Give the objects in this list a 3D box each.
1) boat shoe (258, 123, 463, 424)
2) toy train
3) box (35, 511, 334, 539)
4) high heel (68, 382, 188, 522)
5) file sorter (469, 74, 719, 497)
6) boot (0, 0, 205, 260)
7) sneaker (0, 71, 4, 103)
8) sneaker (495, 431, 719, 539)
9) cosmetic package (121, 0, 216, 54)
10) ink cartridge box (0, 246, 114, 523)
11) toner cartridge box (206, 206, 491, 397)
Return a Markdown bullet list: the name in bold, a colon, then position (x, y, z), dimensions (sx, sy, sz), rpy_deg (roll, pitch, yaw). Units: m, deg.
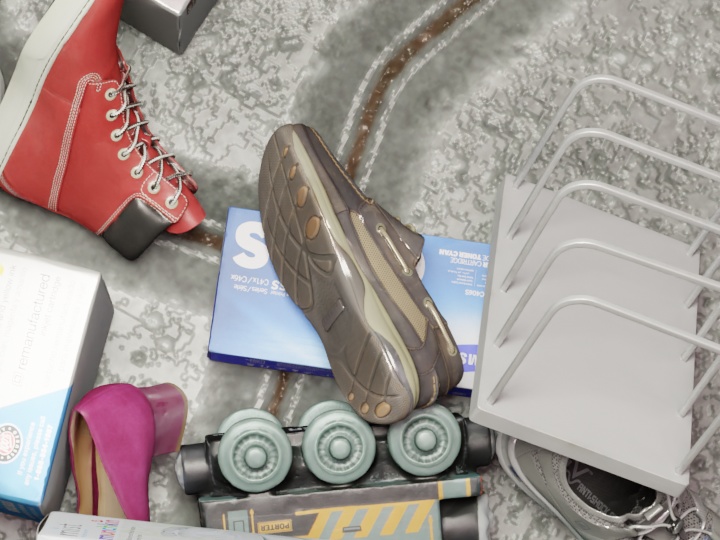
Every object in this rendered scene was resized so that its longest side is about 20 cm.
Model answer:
- **boat shoe**: position (0.000, 0.000, 1.670), dimensions (0.073, 0.074, 0.201), rpy_deg (-12, 70, -34)
- **toy train**: position (-0.013, 0.139, 1.684), dimensions (0.199, 0.085, 0.115), rpy_deg (-5, 94, -6)
- **box**: position (-0.109, 0.250, 1.573), dimensions (0.176, 0.097, 0.201), rpy_deg (7, 93, -3)
- **high heel**: position (-0.160, 0.162, 1.639), dimensions (0.067, 0.096, 0.201), rpy_deg (14, 101, 32)
- **file sorter**: position (0.160, 0.004, 1.631), dimensions (0.138, 0.125, 0.201), rpy_deg (20, 45, -11)
- **boot**: position (-0.142, -0.099, 1.667), dimensions (0.144, 0.200, 0.072), rpy_deg (30, 41, 1)
- **sneaker**: position (-0.321, -0.096, 1.697), dimensions (0.199, 0.081, 0.075), rpy_deg (-24, 85, -5)
- **sneaker**: position (0.172, 0.156, 1.675), dimensions (0.200, 0.082, 0.075), rpy_deg (34, 81, -17)
- **cosmetic package**: position (-0.174, -0.229, 1.712), dimensions (0.199, 0.107, 0.090), rpy_deg (30, 80, 0)
- **ink cartridge box**: position (-0.265, 0.055, 1.643), dimensions (0.199, 0.145, 0.148), rpy_deg (14, 81, 0)
- **toner cartridge box**: position (0.008, 0.022, 1.717), dimensions (0.199, 0.043, 0.095), rpy_deg (8, 81, -2)
